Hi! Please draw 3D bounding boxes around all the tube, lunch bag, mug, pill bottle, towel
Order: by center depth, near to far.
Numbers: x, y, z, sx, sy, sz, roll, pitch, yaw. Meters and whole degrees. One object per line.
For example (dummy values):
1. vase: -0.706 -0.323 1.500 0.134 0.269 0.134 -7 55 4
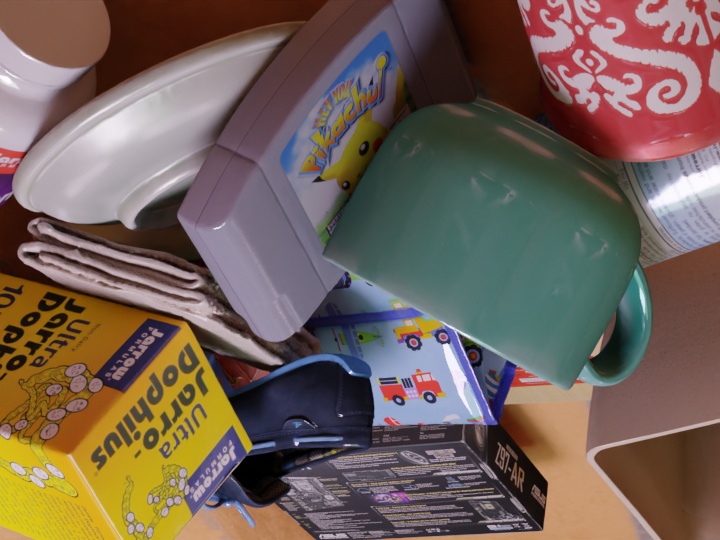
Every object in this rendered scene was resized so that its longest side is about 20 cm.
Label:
1. mug: 0.146 -0.179 0.931 0.178 0.133 0.200 -34 138 -4
2. mug: 0.078 -0.018 1.017 0.152 0.114 0.185 28 -179 25
3. pill bottle: -0.222 -0.092 1.046 0.112 0.112 0.200 23 140 -30
4. pill bottle: 0.151 -0.053 1.109 0.200 0.109 0.109 -21 141 28
5. towel: -0.108 0.018 1.127 0.133 0.034 0.200 17 171 19
6. tube: -0.095 -0.027 1.140 0.200 0.058 0.052 -4 144 39
7. lunch bag: 0.000 0.000 1.192 0.151 0.094 0.200 -6 130 39

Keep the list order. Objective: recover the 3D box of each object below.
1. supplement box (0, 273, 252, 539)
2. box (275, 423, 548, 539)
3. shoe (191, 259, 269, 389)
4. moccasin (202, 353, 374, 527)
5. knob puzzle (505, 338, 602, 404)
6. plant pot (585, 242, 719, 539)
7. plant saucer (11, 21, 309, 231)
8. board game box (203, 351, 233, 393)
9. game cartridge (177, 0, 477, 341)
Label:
1. supplement box: -0.184 0.085 1.116 0.200 0.109 0.110 12 140 37
2. box: 0.022 0.154 1.444 0.200 0.044 0.160 -7 146 27
3. shoe: -0.071 0.056 1.300 0.091 0.071 0.200 -16 138 32
4. moccasin: -0.073 0.115 1.167 0.080 0.068 0.200 9 149 -42
5. knob puzzle: 0.087 0.027 1.284 0.220 0.030 0.220 14 151 8
6. plant pot: 0.265 0.063 1.217 0.200 0.177 0.200 -17 142 22
7. plant saucer: -0.093 -0.067 1.048 0.200 0.050 0.200 -26 171 -4
8. board game box: -0.175 0.069 1.269 0.200 0.037 0.151 19 159 19
9. game cartridge: -0.013 -0.071 1.022 0.040 0.200 0.133 25 158 34
